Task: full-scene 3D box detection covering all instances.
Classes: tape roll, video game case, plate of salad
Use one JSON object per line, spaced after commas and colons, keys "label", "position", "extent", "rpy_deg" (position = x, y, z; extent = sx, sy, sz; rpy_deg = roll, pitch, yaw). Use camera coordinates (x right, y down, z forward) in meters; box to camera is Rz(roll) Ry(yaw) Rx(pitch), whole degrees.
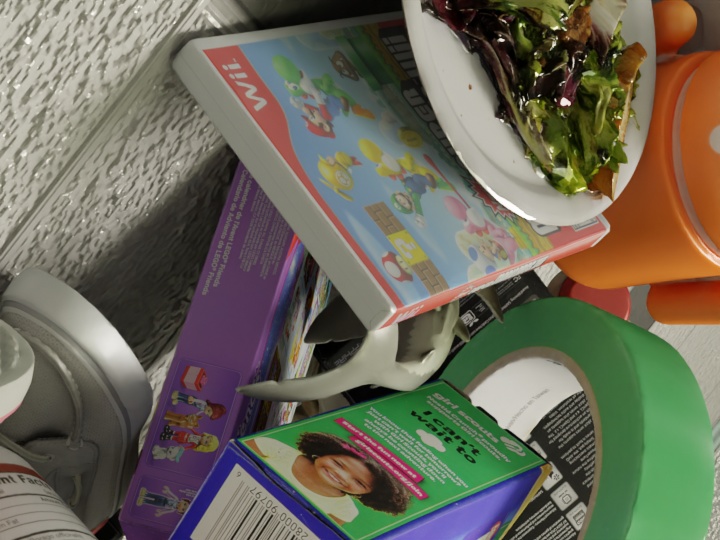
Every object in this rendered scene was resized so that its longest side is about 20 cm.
{"label": "tape roll", "position": [0.085, 0.116, 0.929], "extent": [0.048, 0.201, 0.201], "rpy_deg": [22, 109, -29]}
{"label": "video game case", "position": [0.021, -0.053, 0.845], "extent": [0.017, 0.143, 0.199], "rpy_deg": [-45, 165, 32]}
{"label": "plate of salad", "position": [0.088, -0.122, 0.868], "extent": [0.199, 0.048, 0.203], "rpy_deg": [9, 77, -48]}

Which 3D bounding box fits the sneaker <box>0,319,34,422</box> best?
{"label": "sneaker", "position": [-0.206, 0.074, 0.653], "extent": [0.199, 0.075, 0.105], "rpy_deg": [-19, 138, -46]}

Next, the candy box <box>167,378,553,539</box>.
{"label": "candy box", "position": [-0.022, 0.142, 0.828], "extent": [0.170, 0.077, 0.200], "rpy_deg": [-57, 161, 20]}

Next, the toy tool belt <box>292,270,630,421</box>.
{"label": "toy tool belt", "position": [0.055, 0.050, 1.151], "extent": [0.199, 0.126, 0.123], "rpy_deg": [-26, -172, -15]}

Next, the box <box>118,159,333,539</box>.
{"label": "box", "position": [-0.058, 0.054, 0.895], "extent": [0.137, 0.039, 0.202], "rpy_deg": [88, 17, -62]}

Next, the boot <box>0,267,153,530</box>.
{"label": "boot", "position": [-0.143, 0.084, 0.818], "extent": [0.096, 0.073, 0.201], "rpy_deg": [-51, 163, -26]}

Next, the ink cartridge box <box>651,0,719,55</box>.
{"label": "ink cartridge box", "position": [0.225, -0.195, 1.071], "extent": [0.200, 0.146, 0.147], "rpy_deg": [-42, 159, -29]}

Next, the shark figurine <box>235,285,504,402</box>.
{"label": "shark figurine", "position": [0.004, 0.020, 0.890], "extent": [0.089, 0.129, 0.215], "rpy_deg": [-21, -151, 20]}

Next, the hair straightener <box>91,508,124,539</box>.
{"label": "hair straightener", "position": [-0.190, 0.188, 0.949], "extent": [0.200, 0.041, 0.077], "rpy_deg": [-50, 161, -8]}

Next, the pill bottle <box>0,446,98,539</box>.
{"label": "pill bottle", "position": [-0.141, 0.138, 0.711], "extent": [0.112, 0.200, 0.113], "rpy_deg": [-33, 146, -26]}

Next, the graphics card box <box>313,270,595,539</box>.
{"label": "graphics card box", "position": [0.080, 0.083, 1.060], "extent": [0.125, 0.200, 0.051], "rpy_deg": [-40, -166, -2]}

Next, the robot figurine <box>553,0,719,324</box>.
{"label": "robot figurine", "position": [0.164, -0.054, 0.994], "extent": [0.116, 0.199, 0.145], "rpy_deg": [27, 66, -40]}
